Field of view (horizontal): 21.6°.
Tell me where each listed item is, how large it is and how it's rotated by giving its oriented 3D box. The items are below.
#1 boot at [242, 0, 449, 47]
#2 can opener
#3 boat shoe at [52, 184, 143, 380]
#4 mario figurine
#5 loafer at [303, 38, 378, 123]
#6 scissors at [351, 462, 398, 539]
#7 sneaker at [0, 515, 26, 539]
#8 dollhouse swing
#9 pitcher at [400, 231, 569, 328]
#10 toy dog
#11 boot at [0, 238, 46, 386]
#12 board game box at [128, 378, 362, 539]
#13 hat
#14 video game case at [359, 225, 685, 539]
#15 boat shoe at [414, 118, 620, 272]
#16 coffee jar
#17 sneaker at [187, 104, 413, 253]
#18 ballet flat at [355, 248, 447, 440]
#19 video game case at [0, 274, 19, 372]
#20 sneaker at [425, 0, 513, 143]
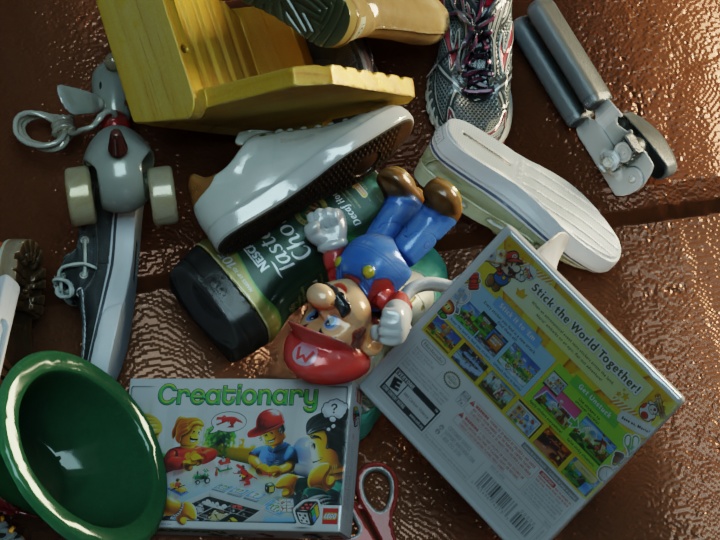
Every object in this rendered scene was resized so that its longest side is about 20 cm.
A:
[{"bbox_3d":[-0.030,-0.248,1.614,0.175,0.200,0.066,45,114,12],"label":"boot"},{"bbox_3d":[0.208,-0.156,1.712,0.066,0.053,0.201,-21,73,-47],"label":"can opener"},{"bbox_3d":[-0.227,0.006,1.602,0.067,0.074,0.201,4,69,0],"label":"boat shoe"},{"bbox_3d":[0.000,0.000,1.519,0.106,0.123,0.201,37,69,-12],"label":"mario figurine"},{"bbox_3d":[-0.016,-0.197,1.692,0.063,0.072,0.202,-4,67,-49],"label":"loafer"},{"bbox_3d":[0.023,0.253,1.575,0.073,0.014,0.202,-18,75,-13],"label":"scissors"},{"bbox_3d":[-0.311,0.218,1.526,0.199,0.078,0.078,25,62,2],"label":"sneaker"},{"bbox_3d":[-0.080,-0.196,1.578,0.175,0.199,0.183,-27,75,31],"label":"dollhouse swing"},{"bbox_3d":[0.126,0.086,1.573,0.170,0.121,0.202,-15,80,-14],"label":"pitcher"},{"bbox_3d":[-0.210,-0.123,1.595,0.131,0.097,0.200,-19,49,-22],"label":"toy dog"},{"bbox_3d":[-0.329,0.074,1.581,0.106,0.075,0.202,0,76,15],"label":"boot"},{"bbox_3d":[-0.101,0.154,1.551,0.198,0.035,0.128,-1,71,16],"label":"board game box"},{"bbox_3d":[-0.284,0.171,1.522,0.200,0.175,0.166,44,34,-22],"label":"hat"},{"bbox_3d":[0.127,0.098,1.509,0.200,0.023,0.182,45,99,15],"label":"video game case"},{"bbox_3d":[0.138,-0.058,1.661,0.199,0.062,0.072,36,37,-8],"label":"boat shoe"},{"bbox_3d":[-0.063,-0.016,1.616,0.200,0.085,0.104,-39,78,-15],"label":"coffee jar"},{"bbox_3d":[-0.053,-0.099,1.566,0.199,0.073,0.085,-29,70,-10],"label":"sneaker"},{"bbox_3d":[0.023,0.056,1.608,0.067,0.070,0.201,26,71,7],"label":"ballet flat"},{"bbox_3d":[-0.364,0.105,1.489,0.199,0.023,0.183,-24,38,22],"label":"video game case"},{"bbox_3d":[0.100,-0.202,1.697,0.080,0.075,0.202,1,73,-5],"label":"sneaker"}]
